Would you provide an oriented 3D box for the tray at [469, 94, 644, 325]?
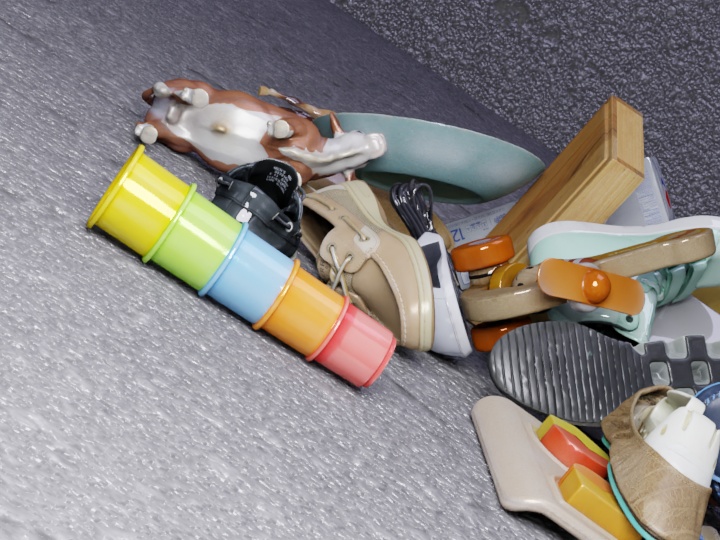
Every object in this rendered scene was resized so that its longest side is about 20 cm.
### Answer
[{"bbox_3d":[0.160,-0.045,1.496,0.037,0.200,0.099,31,34,-15],"label":"tray"}]

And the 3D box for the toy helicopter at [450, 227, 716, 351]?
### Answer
[{"bbox_3d":[0.169,0.001,1.304,0.132,0.199,0.079,-174,-111,-77],"label":"toy helicopter"}]

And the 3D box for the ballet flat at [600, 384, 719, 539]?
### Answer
[{"bbox_3d":[0.197,0.115,1.152,0.068,0.073,0.200,36,11,-3],"label":"ballet flat"}]

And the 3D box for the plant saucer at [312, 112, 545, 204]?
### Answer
[{"bbox_3d":[0.054,-0.087,1.506,0.199,0.039,0.201,12,-6,1],"label":"plant saucer"}]

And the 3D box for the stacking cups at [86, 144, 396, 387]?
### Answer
[{"bbox_3d":[-0.071,0.006,1.098,0.199,0.061,0.061,36,10,-12],"label":"stacking cups"}]

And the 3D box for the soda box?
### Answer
[{"bbox_3d":[0.179,-0.043,1.618,0.068,0.199,0.064,-16,88,-76],"label":"soda box"}]

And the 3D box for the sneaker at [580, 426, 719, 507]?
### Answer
[{"bbox_3d":[0.243,0.132,1.413,0.200,0.078,0.112,37,-3,38],"label":"sneaker"}]

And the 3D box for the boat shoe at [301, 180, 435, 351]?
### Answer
[{"bbox_3d":[0.000,0.000,1.297,0.064,0.072,0.200,-7,29,-17],"label":"boat shoe"}]

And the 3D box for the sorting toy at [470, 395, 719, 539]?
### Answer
[{"bbox_3d":[0.171,0.156,1.168,0.199,0.037,0.185,31,12,-11],"label":"sorting toy"}]

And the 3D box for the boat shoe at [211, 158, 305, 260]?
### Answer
[{"bbox_3d":[-0.070,-0.046,1.261,0.074,0.066,0.199,33,11,6],"label":"boat shoe"}]

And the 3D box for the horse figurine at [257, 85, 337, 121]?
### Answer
[{"bbox_3d":[-0.032,-0.114,1.695,0.132,0.050,0.200,19,20,-28],"label":"horse figurine"}]

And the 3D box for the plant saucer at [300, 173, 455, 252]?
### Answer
[{"bbox_3d":[-0.011,-0.060,1.534,0.199,0.036,0.200,30,16,-9],"label":"plant saucer"}]

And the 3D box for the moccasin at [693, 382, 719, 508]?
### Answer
[{"bbox_3d":[0.287,0.166,1.202,0.201,0.080,0.068,58,12,-1],"label":"moccasin"}]

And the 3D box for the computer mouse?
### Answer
[{"bbox_3d":[0.050,0.009,1.370,0.200,0.044,0.110,-93,167,-71],"label":"computer mouse"}]

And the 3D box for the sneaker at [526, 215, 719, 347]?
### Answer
[{"bbox_3d":[0.234,0.023,1.404,0.199,0.074,0.119,-1,52,-6],"label":"sneaker"}]

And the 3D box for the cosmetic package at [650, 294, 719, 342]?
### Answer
[{"bbox_3d":[0.254,0.080,1.486,0.199,0.107,0.090,33,55,2],"label":"cosmetic package"}]

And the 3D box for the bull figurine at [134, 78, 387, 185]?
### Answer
[{"bbox_3d":[-0.080,-0.103,1.396,0.198,0.066,0.121,13,5,3],"label":"bull figurine"}]

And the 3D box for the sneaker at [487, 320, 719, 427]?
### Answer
[{"bbox_3d":[0.173,0.085,1.300,0.199,0.075,0.088,7,-20,-21],"label":"sneaker"}]

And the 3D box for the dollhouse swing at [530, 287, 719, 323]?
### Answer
[{"bbox_3d":[0.286,0.031,1.656,0.199,0.176,0.182,28,13,-21],"label":"dollhouse swing"}]
